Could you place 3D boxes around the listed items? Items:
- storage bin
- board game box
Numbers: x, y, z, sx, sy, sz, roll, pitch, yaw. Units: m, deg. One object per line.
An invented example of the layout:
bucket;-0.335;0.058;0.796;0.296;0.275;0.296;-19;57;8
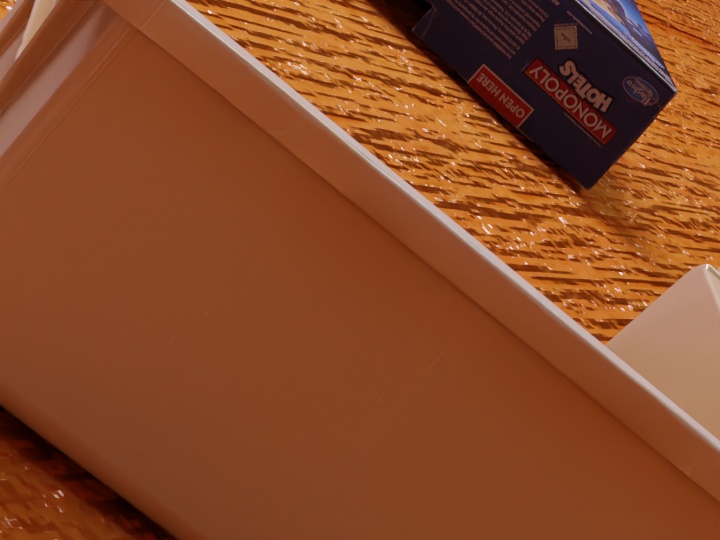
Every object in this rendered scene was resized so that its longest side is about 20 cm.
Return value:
storage bin;0.000;0.000;0.601;0.200;0.094;0.199;38;16;-14
board game box;0.058;-0.140;1.192;0.200;0.062;0.200;42;14;-1
